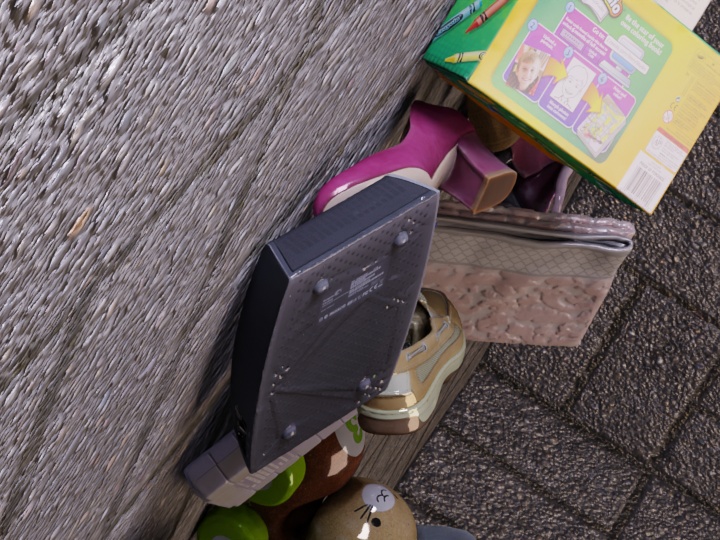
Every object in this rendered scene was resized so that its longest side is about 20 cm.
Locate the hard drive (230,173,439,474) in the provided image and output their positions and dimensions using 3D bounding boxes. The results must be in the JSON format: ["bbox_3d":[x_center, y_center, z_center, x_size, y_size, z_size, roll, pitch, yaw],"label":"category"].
[{"bbox_3d":[-0.022,0.031,1.421,0.134,0.042,0.201,-31,152,-30],"label":"hard drive"}]

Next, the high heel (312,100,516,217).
[{"bbox_3d":[0.013,-0.068,1.494,0.199,0.096,0.068,-8,132,-54],"label":"high heel"}]

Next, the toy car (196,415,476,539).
[{"bbox_3d":[-0.001,0.192,1.831,0.158,0.199,0.164,-62,173,34],"label":"toy car"}]

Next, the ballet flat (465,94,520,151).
[{"bbox_3d":[0.118,-0.178,1.675,0.072,0.068,0.201,-8,132,-55],"label":"ballet flat"}]

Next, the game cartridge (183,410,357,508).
[{"bbox_3d":[-0.060,0.117,1.614,0.129,0.039,0.200,-34,172,-2],"label":"game cartridge"}]

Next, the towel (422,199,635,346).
[{"bbox_3d":[0.106,0.007,1.861,0.191,0.198,0.032,112,-18,-60],"label":"towel"}]

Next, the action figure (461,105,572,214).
[{"bbox_3d":[0.166,-0.132,1.901,0.200,0.149,0.134,-37,156,-35],"label":"action figure"}]

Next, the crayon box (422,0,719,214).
[{"bbox_3d":[0.150,-0.138,1.533,0.119,0.199,0.058,-58,-144,0],"label":"crayon box"}]

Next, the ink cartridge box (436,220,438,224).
[{"bbox_3d":[0.000,0.000,1.639,0.094,0.044,0.200,-58,174,11],"label":"ink cartridge box"}]

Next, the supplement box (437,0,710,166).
[{"bbox_3d":[0.162,-0.184,1.606,0.201,0.126,0.073,-58,-146,0],"label":"supplement box"}]

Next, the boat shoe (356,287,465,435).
[{"bbox_3d":[0.038,0.045,1.660,0.200,0.071,0.077,-74,161,-68],"label":"boat shoe"}]
